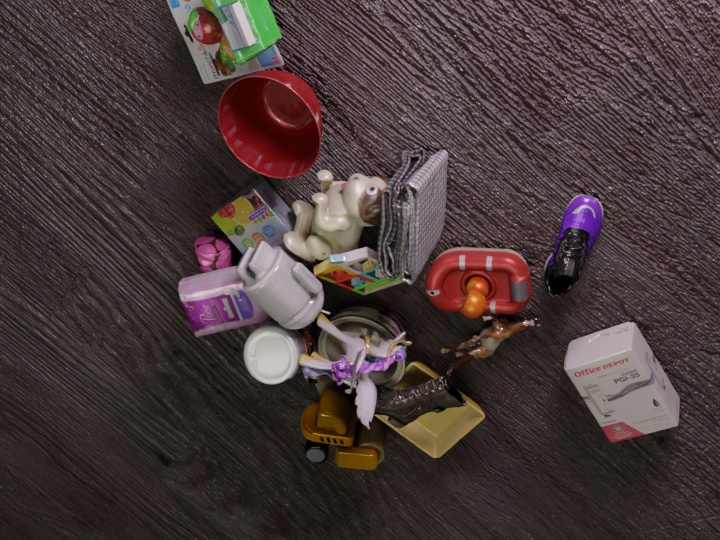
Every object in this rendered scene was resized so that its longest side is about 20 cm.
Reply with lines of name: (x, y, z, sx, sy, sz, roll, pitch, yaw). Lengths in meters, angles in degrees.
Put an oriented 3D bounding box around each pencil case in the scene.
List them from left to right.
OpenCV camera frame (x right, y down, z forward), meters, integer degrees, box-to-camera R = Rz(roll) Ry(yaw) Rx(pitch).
pencil case: (-0.304, 0.018, 1.800, 0.089, 0.094, 0.203, -15, 127, -19)

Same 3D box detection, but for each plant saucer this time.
plant saucer: (0.147, 0.296, 1.827, 0.199, 0.049, 0.200, 36, 130, -4)

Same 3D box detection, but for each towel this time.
towel: (0.089, -0.103, 1.498, 0.084, 0.166, 0.203, 13, 128, 20)

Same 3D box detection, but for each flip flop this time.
flip flop: (-0.093, 0.238, 1.881, 0.080, 0.058, 0.203, -6, 121, 26)

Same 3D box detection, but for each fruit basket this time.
fruit basket: (-0.245, -0.425, 1.459, 0.197, 0.094, 0.188, -5, 121, 30)

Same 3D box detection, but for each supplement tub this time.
supplement tub: (-0.159, 0.160, 1.739, 0.120, 0.200, 0.125, 1, 96, 11)

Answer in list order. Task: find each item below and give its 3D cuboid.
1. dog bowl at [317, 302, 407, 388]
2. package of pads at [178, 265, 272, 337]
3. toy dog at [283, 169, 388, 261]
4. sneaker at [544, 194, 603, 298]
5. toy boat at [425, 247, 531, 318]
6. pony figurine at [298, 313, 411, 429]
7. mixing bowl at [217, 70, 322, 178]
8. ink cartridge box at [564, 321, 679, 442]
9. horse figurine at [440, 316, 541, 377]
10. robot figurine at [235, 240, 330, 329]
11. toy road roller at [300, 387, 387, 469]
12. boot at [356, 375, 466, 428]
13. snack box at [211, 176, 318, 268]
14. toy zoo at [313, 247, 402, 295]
dog bowl: (0.012, 0.156, 1.770, 0.196, 0.074, 0.203, 11, 127, 15)
package of pads: (-0.266, 0.056, 1.721, 0.196, 0.076, 0.122, -12, 121, 7)
toy dog: (-0.024, -0.099, 1.567, 0.193, 0.140, 0.199, 41, 127, -14)
sneaker: (0.374, -0.032, 1.465, 0.068, 0.100, 0.203, 17, 129, 8)
toy boat: (0.216, 0.038, 1.563, 0.196, 0.131, 0.132, 2, 124, 21)
pony figurine: (-0.015, 0.184, 1.639, 0.196, 0.195, 0.168, 11, 143, 19)
mixing bowl: (-0.146, -0.280, 1.503, 0.196, 0.109, 0.203, 12, 131, 13)
ink cartridge box: (0.500, 0.217, 1.599, 0.145, 0.083, 0.201, -24, 112, 34)
horse figurine: (0.245, 0.139, 1.650, 0.200, 0.131, 0.051, -47, 56, 39)
robot figurine: (-0.148, 0.035, 1.611, 0.168, 0.114, 0.200, -19, 126, 45)
toy road roller: (-0.036, 0.349, 1.871, 0.196, 0.124, 0.148, 7, 127, 2)
boot: (0.105, 0.252, 1.721, 0.172, 0.070, 0.199, -26, 137, 31)
snack box: (-0.190, -0.075, 1.704, 0.141, 0.053, 0.201, -26, 112, 37)
toy zoo: (0.000, 0.000, 1.619, 0.130, 0.021, 0.199, -19, 155, 32)
